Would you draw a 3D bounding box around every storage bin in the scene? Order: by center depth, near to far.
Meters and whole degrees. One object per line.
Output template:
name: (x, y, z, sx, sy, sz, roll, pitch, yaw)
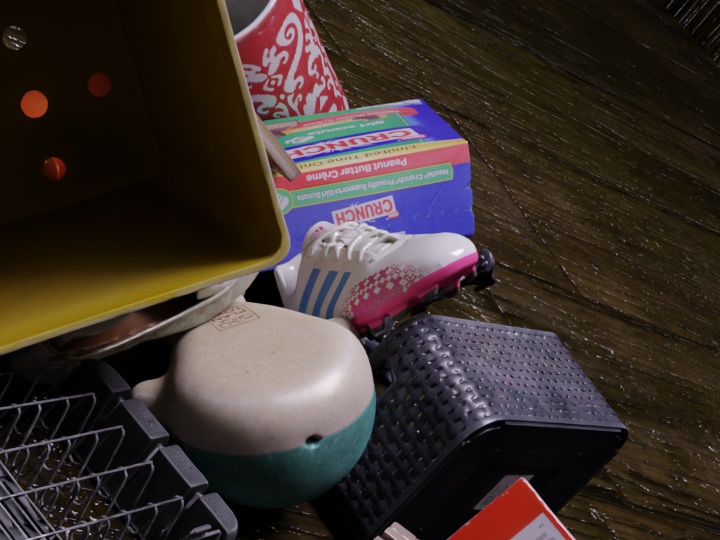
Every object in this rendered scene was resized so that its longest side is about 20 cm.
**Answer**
storage bin: (0.071, 0.115, 1.233, 0.200, 0.135, 0.094, 11, 37, -52)

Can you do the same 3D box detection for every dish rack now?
dish rack: (-0.164, 0.114, 0.971, 0.153, 0.055, 0.200, 46, 24, 21)

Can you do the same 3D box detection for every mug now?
mug: (-0.108, -0.176, 1.493, 0.177, 0.134, 0.200, 12, -24, 27)

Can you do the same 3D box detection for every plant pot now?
plant pot: (-0.175, -0.085, 1.039, 0.176, 0.199, 0.201, -146, -140, -71)

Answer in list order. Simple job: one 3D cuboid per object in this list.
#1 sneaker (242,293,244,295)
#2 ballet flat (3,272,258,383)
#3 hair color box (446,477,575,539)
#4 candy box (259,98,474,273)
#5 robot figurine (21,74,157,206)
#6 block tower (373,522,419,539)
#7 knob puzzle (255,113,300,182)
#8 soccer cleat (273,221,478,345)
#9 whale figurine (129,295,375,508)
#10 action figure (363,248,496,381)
sneaker: (-0.121, -0.045, 1.335, 0.093, 0.070, 0.200, 4, 37, -47)
ballet flat: (-0.124, 0.011, 1.106, 0.200, 0.062, 0.068, -33, 93, -30)
hair color box: (0.119, 0.204, 1.061, 0.111, 0.064, 0.200, 50, -3, 26)
candy box: (-0.015, -0.068, 1.375, 0.168, 0.077, 0.200, -9, 17, -6)
robot figurine: (-0.185, -0.070, 1.221, 0.143, 0.117, 0.200, -23, 59, -33)
block tower: (-0.004, 0.203, 1.045, 0.058, 0.054, 0.200, 35, 19, 11)
knob puzzle: (-0.118, -0.129, 1.243, 0.220, 0.030, 0.220, 47, -4, 4)
soccer cleat: (0.000, 0.000, 1.200, 0.070, 0.200, 0.087, -23, 86, -35)
whale figurine: (-0.071, 0.078, 1.152, 0.158, 0.104, 0.200, -19, 27, -22)
action figure: (0.014, 0.025, 1.391, 0.200, 0.102, 0.119, -29, 76, -40)
